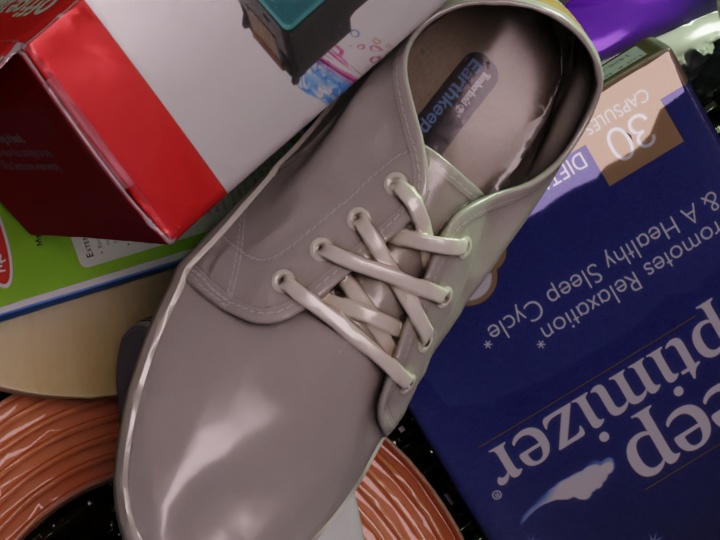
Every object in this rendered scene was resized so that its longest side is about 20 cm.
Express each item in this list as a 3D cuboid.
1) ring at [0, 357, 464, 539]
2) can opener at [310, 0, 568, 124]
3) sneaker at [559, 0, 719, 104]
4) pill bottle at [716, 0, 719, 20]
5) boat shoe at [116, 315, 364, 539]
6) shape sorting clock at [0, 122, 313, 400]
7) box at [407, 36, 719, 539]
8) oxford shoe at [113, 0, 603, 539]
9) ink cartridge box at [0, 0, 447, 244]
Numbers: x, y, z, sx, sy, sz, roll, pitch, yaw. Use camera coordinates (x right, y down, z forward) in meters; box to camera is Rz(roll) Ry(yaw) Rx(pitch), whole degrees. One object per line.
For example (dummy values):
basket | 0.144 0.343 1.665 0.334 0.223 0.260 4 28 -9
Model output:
ring | -0.054 0.124 0.864 0.200 0.019 0.201 3 79 -17
can opener | 0.053 -0.117 0.879 0.200 0.067 0.053 -53 140 -19
sneaker | 0.101 -0.111 0.932 0.200 0.070 0.100 -29 77 -17
pill bottle | 0.184 -0.020 0.881 0.112 0.112 0.200 -38 126 -20
boat shoe | -0.013 0.105 0.831 0.065 0.074 0.200 -13 92 -26
shape sorting clock | -0.088 -0.060 0.871 0.200 0.039 0.200 6 75 -22
box | 0.087 0.047 0.878 0.121 0.032 0.200 -31 104 0
oxford shoe | 0.000 0.000 0.789 0.075 0.058 0.200 38 77 -18
ink cartridge box | -0.047 -0.070 0.792 0.200 0.116 0.067 -42 107 -17
